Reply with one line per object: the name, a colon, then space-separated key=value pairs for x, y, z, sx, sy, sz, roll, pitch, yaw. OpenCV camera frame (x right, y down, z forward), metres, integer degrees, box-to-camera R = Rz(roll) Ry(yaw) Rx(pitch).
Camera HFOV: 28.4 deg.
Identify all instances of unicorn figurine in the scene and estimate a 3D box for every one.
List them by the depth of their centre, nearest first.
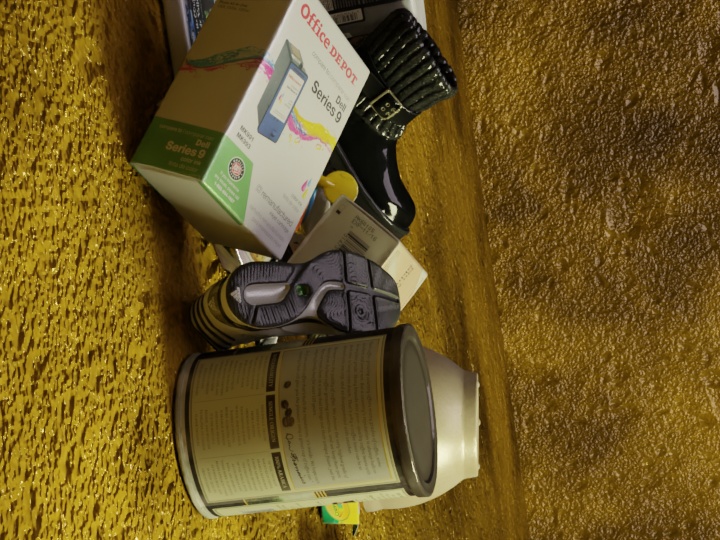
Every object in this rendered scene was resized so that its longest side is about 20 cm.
unicorn figurine: x=-0.061 y=-0.077 z=1.577 sx=0.200 sy=0.073 sz=0.139 roll=-19 pitch=96 yaw=-75

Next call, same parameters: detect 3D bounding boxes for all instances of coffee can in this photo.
coffee can: x=-0.044 y=0.132 z=1.231 sx=0.146 sy=0.197 sz=0.148 roll=-8 pitch=90 yaw=-78

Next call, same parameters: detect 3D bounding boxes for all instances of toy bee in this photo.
toy bee: x=-0.075 y=-0.108 z=1.401 sx=0.200 sy=0.130 sz=0.110 roll=32 pitch=-78 yaw=58

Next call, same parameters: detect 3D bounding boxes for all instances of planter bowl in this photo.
planter bowl: x=0.072 y=0.179 z=1.649 sx=0.200 sy=0.133 sz=0.203 roll=1 pitch=90 yaw=-84

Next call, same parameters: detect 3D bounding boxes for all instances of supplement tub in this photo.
supplement tub: x=-0.034 y=-0.281 z=1.526 sx=0.122 sy=0.197 sz=0.124 roll=-9 pitch=90 yaw=-79

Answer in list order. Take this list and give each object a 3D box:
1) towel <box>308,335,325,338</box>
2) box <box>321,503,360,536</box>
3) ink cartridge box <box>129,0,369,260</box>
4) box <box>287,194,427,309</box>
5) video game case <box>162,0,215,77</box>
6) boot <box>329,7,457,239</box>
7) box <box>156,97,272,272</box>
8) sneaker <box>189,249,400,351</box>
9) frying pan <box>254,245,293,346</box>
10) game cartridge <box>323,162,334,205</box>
towel: x=-0.051 y=0.157 z=1.608 sx=0.201 sy=0.018 sz=0.087 roll=-80 pitch=158 yaw=-54
box: x=-0.021 y=0.193 z=1.603 sx=0.118 sy=0.048 sz=0.202 roll=-81 pitch=167 yaw=-53
ink cartridge box: x=-0.090 y=-0.135 z=1.227 sx=0.145 sy=0.087 sz=0.202 roll=48 pitch=61 yaw=-53
box: x=0.000 y=0.000 z=1.427 sx=0.078 sy=0.095 sz=0.200 roll=38 pitch=1 yaw=14
video game case: x=-0.150 y=-0.224 z=1.385 sx=0.182 sy=0.023 sz=0.203 roll=-28 pitch=110 yaw=-77
boot: x=0.040 y=-0.148 z=1.475 sx=0.212 sy=0.157 sz=0.080 roll=55 pitch=11 yaw=-24
box: x=-0.131 y=-0.079 z=1.308 sx=0.041 sy=0.038 sz=0.201 roll=-42 pitch=136 yaw=-27
sneaker: x=-0.066 y=0.030 z=1.283 sx=0.199 sy=0.115 sz=0.077 roll=3 pitch=76 yaw=-39
frying pan: x=-0.088 y=0.047 z=1.387 sx=0.116 sy=0.031 sz=0.191 roll=109 pitch=-13 yaw=-45
game cartridge: x=-0.024 y=-0.087 z=1.658 sx=0.130 sy=0.038 sz=0.202 roll=-123 pitch=-158 yaw=-49
